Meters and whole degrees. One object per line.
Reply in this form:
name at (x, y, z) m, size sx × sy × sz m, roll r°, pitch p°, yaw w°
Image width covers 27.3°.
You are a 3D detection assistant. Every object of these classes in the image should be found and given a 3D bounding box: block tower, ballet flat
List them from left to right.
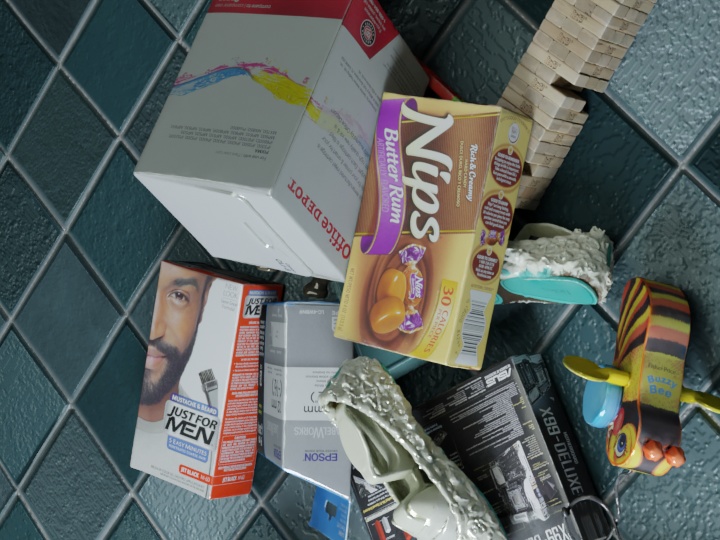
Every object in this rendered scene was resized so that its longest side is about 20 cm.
ballet flat at (0.034, 0.161, 1.160) m, size 0.072 × 0.072 × 0.201 m, roll -41°, pitch 82°, yaw 28°
ballet flat at (0.120, -0.007, 1.206) m, size 0.198 × 0.071 × 0.073 m, roll 2°, pitch 91°, yaw 35°
block tower at (0.157, -0.148, 1.176) m, size 0.054 × 0.058 × 0.201 m, roll 40°, pitch 111°, yaw 29°

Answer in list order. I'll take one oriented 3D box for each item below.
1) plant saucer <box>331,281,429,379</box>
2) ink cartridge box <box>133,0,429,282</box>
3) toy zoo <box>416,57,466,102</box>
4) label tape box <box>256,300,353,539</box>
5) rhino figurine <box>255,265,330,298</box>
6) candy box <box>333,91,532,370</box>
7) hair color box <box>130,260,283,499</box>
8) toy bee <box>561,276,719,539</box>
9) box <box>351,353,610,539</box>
plant saucer at (0.000, 0.000, 1.314) m, size 0.070 × 0.019 × 0.202 m, roll -30°, pitch 71°, yaw 32°
ink cartridge box at (-0.061, -0.117, 1.205) m, size 0.143 × 0.145 × 0.202 m, roll 9°, pitch 66°, yaw 31°
toy zoo at (0.014, -0.128, 1.292) m, size 0.200 × 0.020 × 0.132 m, roll 45°, pitch 106°, yaw 28°
label tape box at (-0.050, 0.127, 1.274) m, size 0.143 × 0.065 × 0.203 m, roll 175°, pitch 98°, yaw -77°
rhino figurine at (-0.060, -0.042, 1.313) m, size 0.199 × 0.059 × 0.089 m, roll 26°, pitch 113°, yaw 46°
candy box at (0.057, -0.033, 1.170) m, size 0.116 × 0.056 × 0.203 m, roll 13°, pitch 92°, yaw 37°
hair color box at (-0.146, 0.100, 1.394) m, size 0.110 × 0.064 × 0.203 m, roll 14°, pitch 96°, yaw 37°
toy bee at (0.216, 0.107, 1.091) m, size 0.109 × 0.129 × 0.203 m, roll 176°, pitch 87°, yaw -77°
box at (0.090, 0.181, 1.224) m, size 0.199 × 0.049 × 0.159 m, roll -32°, pitch 72°, yaw 32°
